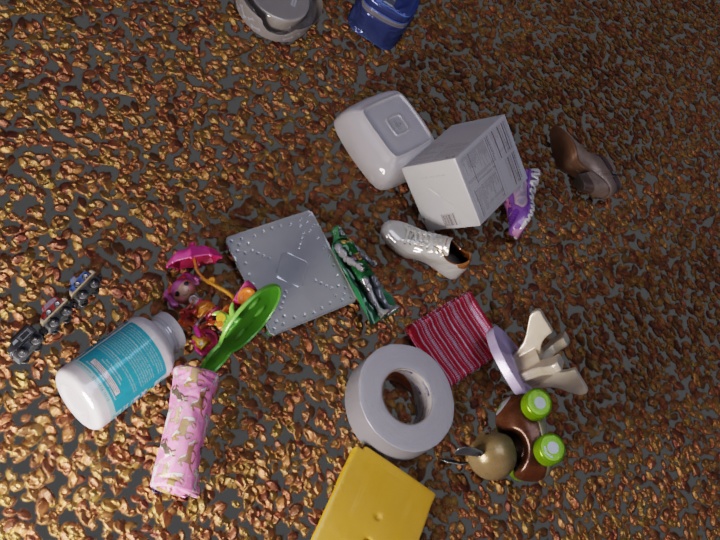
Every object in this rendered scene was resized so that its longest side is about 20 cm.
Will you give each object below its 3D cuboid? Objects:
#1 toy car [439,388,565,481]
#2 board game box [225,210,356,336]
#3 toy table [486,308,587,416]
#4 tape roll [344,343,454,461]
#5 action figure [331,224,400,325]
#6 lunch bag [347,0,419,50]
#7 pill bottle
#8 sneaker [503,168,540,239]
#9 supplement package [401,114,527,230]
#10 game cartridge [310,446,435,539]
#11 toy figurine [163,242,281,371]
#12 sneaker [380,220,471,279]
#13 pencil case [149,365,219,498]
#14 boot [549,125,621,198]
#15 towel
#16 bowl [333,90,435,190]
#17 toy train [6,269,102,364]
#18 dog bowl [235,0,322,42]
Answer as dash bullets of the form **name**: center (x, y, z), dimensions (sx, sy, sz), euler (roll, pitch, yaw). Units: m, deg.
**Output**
- **toy car**: center (0.245, 0.317, 1.589), dimensions (0.195, 0.165, 0.161), euler (-7, 67, -16)
- **board game box**: center (-0.131, 0.003, 1.624), dimensions (0.197, 0.026, 0.203), euler (-20, 76, -33)
- **toy table**: center (0.347, 0.179, 1.695), dimensions (0.201, 0.116, 0.185), euler (52, 23, -13)
- **tape roll**: center (0.072, 0.239, 1.584), dimensions (0.196, 0.066, 0.205), euler (13, 60, -23)
- **action figure**: center (0.000, 0.000, 1.667), dimensions (0.202, 0.054, 0.117), euler (57, 27, 10)
- **lunch bag**: center (0.070, -0.631, 1.991), dimensions (0.134, 0.132, 0.203), euler (28, 56, -12)
- **pill bottle**: center (-0.371, 0.149, 1.370), dimensions (0.111, 0.111, 0.199), euler (48, 54, 3)
- **sneaker**: center (0.341, -0.159, 1.930), dimensions (0.087, 0.081, 0.203), euler (22, 52, -7)
- **supplement package**: center (0.219, -0.203, 1.807), dimensions (0.200, 0.150, 0.153), euler (-42, 115, -37)
- **game cartridge**: center (0.024, 0.426, 1.487), dimensions (0.175, 0.032, 0.202), euler (35, 52, -8)
- **toy figurine**: center (-0.266, 0.047, 1.489), dimensions (0.183, 0.150, 0.201), euler (39, 83, 15)
- **sneaker**: center (0.138, -0.059, 1.762), dimensions (0.196, 0.085, 0.074), euler (25, 58, -12)
- **pencil case**: center (-0.275, 0.251, 1.368), dimensions (0.082, 0.086, 0.205), euler (23, 65, -37)
- **boot**: center (0.549, -0.262, 2.100), dimensions (0.144, 0.070, 0.204), euler (-8, 70, -37)
- **towel**: center (0.191, 0.136, 1.727), dimensions (0.198, 0.022, 0.146), euler (-27, 80, -35)
- **bowl**: center (0.064, -0.292, 1.850), dimensions (0.198, 0.075, 0.202), euler (-28, 79, -36)
- **toy train**: center (-0.491, 0.069, 1.399), dimensions (0.045, 0.034, 0.201), euler (33, 54, 7)
- **dog bowl**: center (-0.182, -0.585, 1.881), dimensions (0.196, 0.059, 0.205), euler (12, 61, -22)
